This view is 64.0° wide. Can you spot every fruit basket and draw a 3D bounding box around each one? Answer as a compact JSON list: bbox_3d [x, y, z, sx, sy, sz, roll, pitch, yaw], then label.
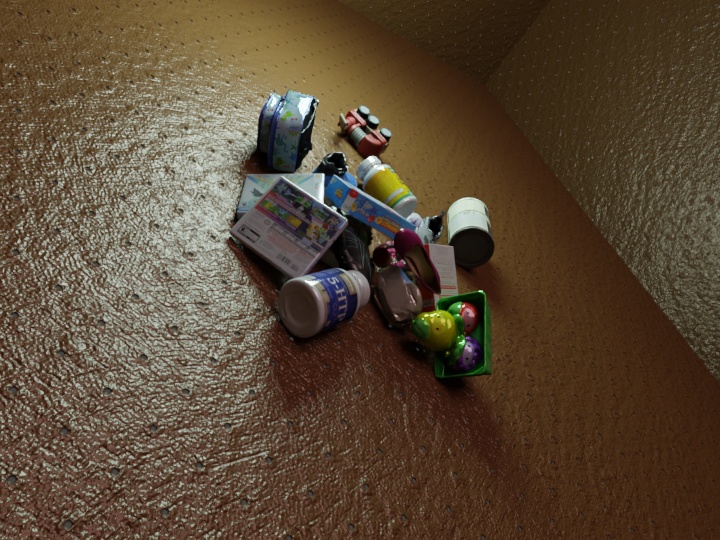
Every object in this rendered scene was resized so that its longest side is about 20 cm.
[{"bbox_3d":[0.222,0.148,1.370,0.214,0.153,0.220,24,61,-51],"label":"fruit basket"}]

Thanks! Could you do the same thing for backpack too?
[{"bbox_3d":[-0.202,-0.369,1.554,0.144,0.185,0.202,11,40,-3],"label":"backpack"}]

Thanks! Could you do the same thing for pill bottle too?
[{"bbox_3d":[-0.069,0.060,1.222,0.120,0.120,0.199,50,33,16],"label":"pill bottle"},{"bbox_3d":[0.075,-0.248,1.761,0.112,0.113,0.201,-10,57,-52],"label":"pill bottle"}]

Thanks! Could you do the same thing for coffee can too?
[{"bbox_3d":[0.356,-0.126,1.885,0.145,0.147,0.202,31,33,-14],"label":"coffee can"}]

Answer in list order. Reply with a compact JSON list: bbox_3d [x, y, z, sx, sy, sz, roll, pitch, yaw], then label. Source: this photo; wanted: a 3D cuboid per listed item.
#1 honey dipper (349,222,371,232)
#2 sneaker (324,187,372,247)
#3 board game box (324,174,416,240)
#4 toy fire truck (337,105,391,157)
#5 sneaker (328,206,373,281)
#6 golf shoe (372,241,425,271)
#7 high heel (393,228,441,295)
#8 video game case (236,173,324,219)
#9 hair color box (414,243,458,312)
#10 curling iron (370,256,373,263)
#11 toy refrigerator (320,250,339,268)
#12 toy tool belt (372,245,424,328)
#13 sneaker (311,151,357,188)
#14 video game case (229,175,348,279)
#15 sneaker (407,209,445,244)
[{"bbox_3d":[-0.066,-0.122,1.472,0.196,0.038,0.038,9,40,-16],"label":"honey dipper"},{"bbox_3d":[-0.045,-0.146,1.540,0.084,0.078,0.202,-5,55,-49],"label":"sneaker"},{"bbox_3d":[0.019,-0.152,1.434,0.194,0.057,0.200,29,9,-20],"label":"board game box"},{"bbox_3d":[-0.006,-0.469,1.952,0.176,0.129,0.199,48,44,10],"label":"toy fire truck"},{"bbox_3d":[-0.029,-0.056,1.362,0.079,0.075,0.204,-24,97,-41],"label":"sneaker"},{"bbox_3d":[0.113,-0.026,1.574,0.196,0.091,0.077,4,64,-27],"label":"golf shoe"},{"bbox_3d":[0.143,-0.021,1.367,0.097,0.067,0.200,55,6,39],"label":"high heel"},{"bbox_3d":[-0.185,-0.180,1.376,0.195,0.022,0.184,-1,38,-1],"label":"video game case"},{"bbox_3d":[0.199,0.039,1.507,0.110,0.063,0.205,4,77,-45],"label":"hair color box"},{"bbox_3d":[0.000,0.000,1.464,0.050,0.025,0.200,59,26,-7],"label":"curling iron"},{"bbox_3d":[-0.110,-0.089,1.407,0.198,0.070,0.077,30,33,-17],"label":"toy refrigerator"},{"bbox_3d":[0.093,0.049,1.440,0.202,0.123,0.123,66,9,30],"label":"toy tool belt"},{"bbox_3d":[-0.056,-0.283,1.661,0.198,0.112,0.077,-6,53,-50],"label":"sneaker"},{"bbox_3d":[-0.157,-0.094,1.270,0.198,0.023,0.183,33,68,15],"label":"video game case"},{"bbox_3d":[0.206,-0.139,1.742,0.077,0.140,0.202,22,36,-26],"label":"sneaker"}]
